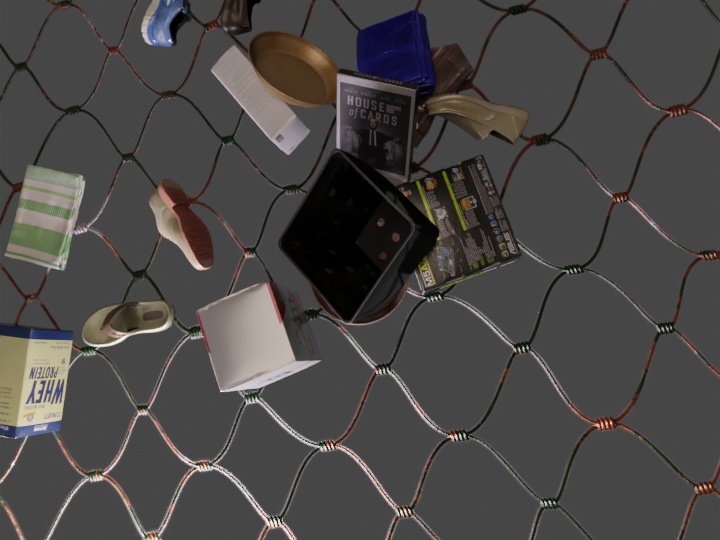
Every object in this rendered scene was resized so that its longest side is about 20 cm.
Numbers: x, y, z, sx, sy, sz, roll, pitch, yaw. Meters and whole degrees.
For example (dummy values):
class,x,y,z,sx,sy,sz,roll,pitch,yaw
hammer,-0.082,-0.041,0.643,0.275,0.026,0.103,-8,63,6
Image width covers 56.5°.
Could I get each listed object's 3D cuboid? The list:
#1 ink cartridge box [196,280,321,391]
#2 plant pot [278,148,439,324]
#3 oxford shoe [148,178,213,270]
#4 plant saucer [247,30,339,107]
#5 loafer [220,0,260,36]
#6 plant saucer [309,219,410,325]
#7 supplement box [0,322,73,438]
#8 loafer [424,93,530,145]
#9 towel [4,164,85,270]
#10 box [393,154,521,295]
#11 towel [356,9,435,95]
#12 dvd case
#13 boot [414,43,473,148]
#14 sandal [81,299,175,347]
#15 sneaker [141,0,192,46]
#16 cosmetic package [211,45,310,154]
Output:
class,x,y,z,sx,sy,sz,roll,pitch,yaw
ink cartridge box,-0.174,0.120,1.195,0.142,0.200,0.148,-23,80,5
plant pot,0.017,-0.058,1.127,0.200,0.176,0.202,46,116,24
oxford shoe,-0.356,-0.080,1.332,0.073,0.070,0.203,-36,74,27
plant saucer,-0.125,-0.375,1.274,0.201,0.199,0.036,50,135,12
loafer,-0.227,-0.572,1.358,0.070,0.073,0.205,12,94,7
plant saucer,0.000,0.000,1.257,0.195,0.034,0.205,-1,84,11
supplement box,-0.704,0.209,1.326,0.195,0.134,0.205,5,84,12
loafer,0.209,-0.271,1.206,0.195,0.076,0.070,8,95,-6
towel,-0.666,-0.114,1.414,0.149,0.023,0.205,11,86,14
box,0.167,-0.083,1.211,0.190,0.048,0.204,-21,80,1
towel,0.060,-0.396,1.239,0.144,0.050,0.203,-11,54,13
dvd case,0.027,-0.255,1.214,0.147,0.203,0.025,16,45,14
boot,0.094,-0.358,1.267,0.185,0.064,0.202,35,89,11
sandal,-0.467,0.097,1.330,0.197,0.057,0.082,-15,80,10
sneaker,-0.380,-0.559,1.388,0.087,0.079,0.204,19,95,6
cosmetic package,-0.192,-0.330,1.302,0.074,0.102,0.200,-43,78,5
